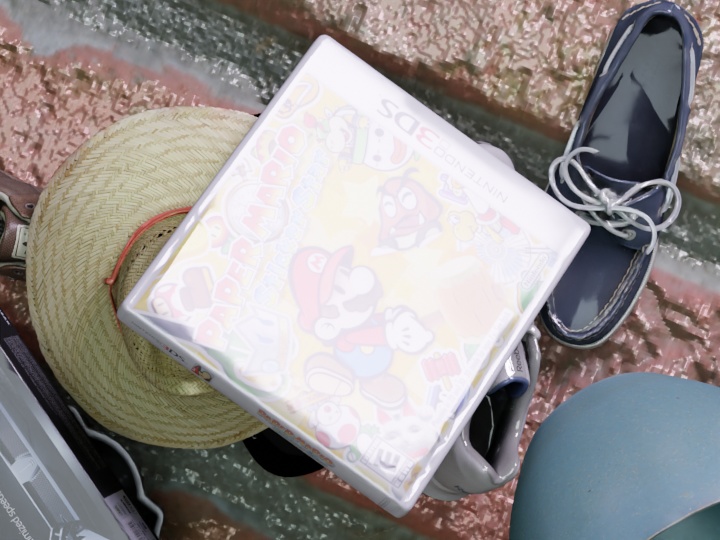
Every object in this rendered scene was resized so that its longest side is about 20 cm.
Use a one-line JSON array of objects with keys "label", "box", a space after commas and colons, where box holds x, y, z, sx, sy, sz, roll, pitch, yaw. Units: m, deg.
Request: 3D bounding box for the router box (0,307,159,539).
[{"label": "router box", "box": [-0.217, 0.134, 1.510, 0.157, 0.052, 0.200, -34, 87, 7]}]

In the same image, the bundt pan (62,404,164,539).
[{"label": "bundt pan", "box": [-0.199, 0.164, 1.573, 0.202, 0.076, 0.202, 0, 92, 7]}]

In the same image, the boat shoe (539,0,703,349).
[{"label": "boat shoe", "box": [0.144, -0.052, 1.532, 0.075, 0.062, 0.200, 21, 94, 4]}]

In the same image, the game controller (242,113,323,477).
[{"label": "game controller", "box": [-0.049, 0.015, 1.568, 0.104, 0.042, 0.200, -25, 88, 7]}]

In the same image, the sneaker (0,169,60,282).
[{"label": "sneaker", "box": [-0.168, -0.009, 1.553, 0.200, 0.076, 0.070, 14, 103, 17]}]

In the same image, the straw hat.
[{"label": "straw hat", "box": [-0.091, 0.019, 1.489, 0.201, 0.085, 0.201, 0, 108, -1]}]

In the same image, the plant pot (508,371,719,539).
[{"label": "plant pot", "box": [0.159, 0.133, 1.487, 0.200, 0.200, 0.135, -35, 52, 7]}]

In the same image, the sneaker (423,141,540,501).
[{"label": "sneaker", "box": [0.071, 0.029, 1.520, 0.074, 0.087, 0.200, 0, 90, -26]}]

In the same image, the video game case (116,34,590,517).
[{"label": "video game case", "box": [0.000, 0.000, 1.456, 0.182, 0.023, 0.200, 36, 65, -2]}]
